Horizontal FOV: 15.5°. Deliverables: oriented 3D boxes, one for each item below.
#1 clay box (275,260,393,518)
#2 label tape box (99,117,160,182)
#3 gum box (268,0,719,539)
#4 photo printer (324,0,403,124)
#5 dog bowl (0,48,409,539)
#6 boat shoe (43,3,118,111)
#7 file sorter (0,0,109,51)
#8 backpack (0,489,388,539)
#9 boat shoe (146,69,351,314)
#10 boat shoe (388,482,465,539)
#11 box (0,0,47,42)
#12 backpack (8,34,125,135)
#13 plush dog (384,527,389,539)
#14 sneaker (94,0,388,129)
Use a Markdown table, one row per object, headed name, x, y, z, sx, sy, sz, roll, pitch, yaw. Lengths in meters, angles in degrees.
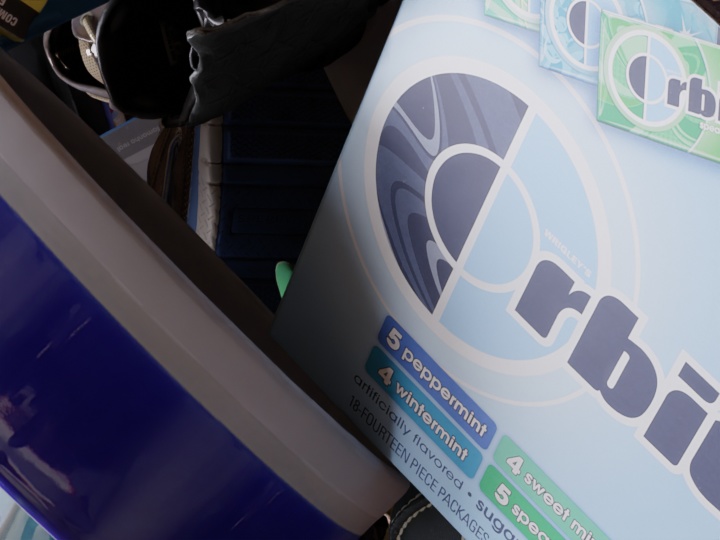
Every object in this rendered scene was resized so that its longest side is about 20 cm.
| name | x | y | z | sx | sy | sz | roll | pitch | yaw |
| --- | --- | --- | --- | --- | --- | --- | --- | --- | --- |
| clay box | 0.065 | 0.051 | 0.904 | 0.199 | 0.048 | 0.116 | 19 | 137 | 38 |
| label tape box | -0.074 | 0.034 | 1.175 | 0.201 | 0.143 | 0.066 | 56 | 161 | 15 |
| gum box | 0.069 | 0.001 | 0.710 | 0.170 | 0.044 | 0.201 | 45 | 137 | 22 |
| photo printer | 0.036 | -0.107 | 0.808 | 0.200 | 0.069 | 0.167 | 12 | 128 | 66 |
| dog bowl | -0.080 | 0.022 | 0.821 | 0.200 | 0.079 | 0.200 | 46 | -179 | -1 |
| boat shoe | -0.082 | -0.095 | 1.122 | 0.075 | 0.073 | 0.200 | 64 | 161 | -11 |
| file sorter | -0.129 | -0.212 | 0.989 | 0.123 | 0.138 | 0.201 | 39 | 151 | 56 |
| backpack | -0.108 | 0.156 | 0.973 | 0.146 | 0.184 | 0.200 | 28 | 146 | -10 |
| boat shoe | -0.048 | -0.044 | 1.003 | 0.072 | 0.072 | 0.202 | 24 | 105 | 55 |
| boat shoe | 0.066 | 0.083 | 0.836 | 0.076 | 0.060 | 0.200 | 53 | 144 | -10 |
| box | -0.088 | -0.172 | 0.851 | 0.050 | 0.201 | 0.075 | 33 | 174 | -26 |
| backpack | -0.202 | -0.072 | 1.327 | 0.154 | 0.199 | 0.191 | -120 | 17 | -46 |
| plush dog | 0.031 | 0.146 | 1.059 | 0.171 | 0.199 | 0.162 | 4 | 93 | 60 |
| sneaker | -0.038 | -0.080 | 0.768 | 0.060 | 0.104 | 0.200 | 62 | 161 | -3 |
